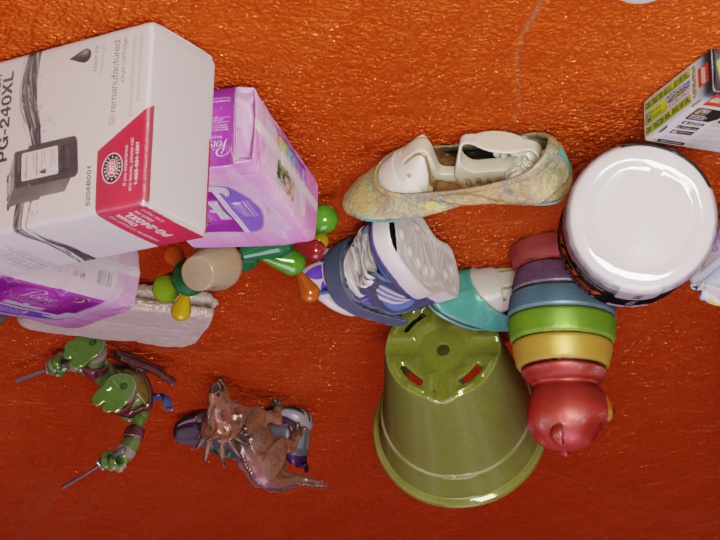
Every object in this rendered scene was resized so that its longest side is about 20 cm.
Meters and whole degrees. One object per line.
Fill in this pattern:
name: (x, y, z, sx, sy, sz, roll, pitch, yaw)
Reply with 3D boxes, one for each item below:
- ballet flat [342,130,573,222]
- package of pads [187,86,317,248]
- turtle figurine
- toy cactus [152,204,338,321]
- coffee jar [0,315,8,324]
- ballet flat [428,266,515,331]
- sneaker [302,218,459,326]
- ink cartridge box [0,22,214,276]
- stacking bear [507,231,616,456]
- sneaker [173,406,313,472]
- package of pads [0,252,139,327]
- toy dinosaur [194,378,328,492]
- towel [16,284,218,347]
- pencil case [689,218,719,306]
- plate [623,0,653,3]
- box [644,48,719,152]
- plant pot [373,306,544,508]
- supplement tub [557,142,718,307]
ballet flat: (0.076, -0.084, 1.574, 0.199, 0.071, 0.071, -3, 161, 15)
package of pads: (-0.116, -0.080, 1.562, 0.120, 0.076, 0.200, -5, 161, 13)
turtle figurine: (-0.315, 0.159, 2.193, 0.198, 0.145, 0.194, -2, 158, -2)
toy cactus: (-0.116, -0.002, 1.714, 0.199, 0.103, 0.165, -11, -174, 21)
coffee jar: (-0.431, 0.033, 1.905, 0.104, 0.086, 0.199, 18, 156, -34)
ballet flat: (0.151, 0.028, 1.919, 0.199, 0.068, 0.070, 18, 131, -41)
sneaker: (0.000, 0.000, 1.787, 0.145, 0.081, 0.200, -10, 165, 18)
ink cartridge box: (-0.215, -0.088, 1.429, 0.199, 0.146, 0.083, -10, 160, 30)
stacking bear: (0.197, 0.074, 1.811, 0.113, 0.201, 0.122, -1, 162, 5)
sneaker: (-0.159, 0.231, 2.484, 0.199, 0.088, 0.074, -7, 160, 23)
package of pads: (-0.319, -0.006, 1.774, 0.199, 0.076, 0.120, 16, 158, -38)
toy dinosaur: (-0.135, 0.223, 2.369, 0.086, 0.200, 0.136, -37, -174, 25)
towel: (-0.258, 0.042, 2.008, 0.199, 0.035, 0.133, 7, 159, -16)
pencil case: (0.355, -0.031, 1.671, 0.090, 0.084, 0.200, -18, 165, -15)
plate: (0.168, -0.223, 1.184, 0.199, 0.033, 0.199, 13, 159, -31)
box: (0.335, -0.121, 1.478, 0.199, 0.035, 0.110, 7, 161, -19)
plant pot: (0.099, 0.125, 2.045, 0.199, 0.201, 0.190, -2, 148, 9)
supplement tub: (0.227, -0.033, 1.577, 0.122, 0.123, 0.200, 0, 174, 4)
